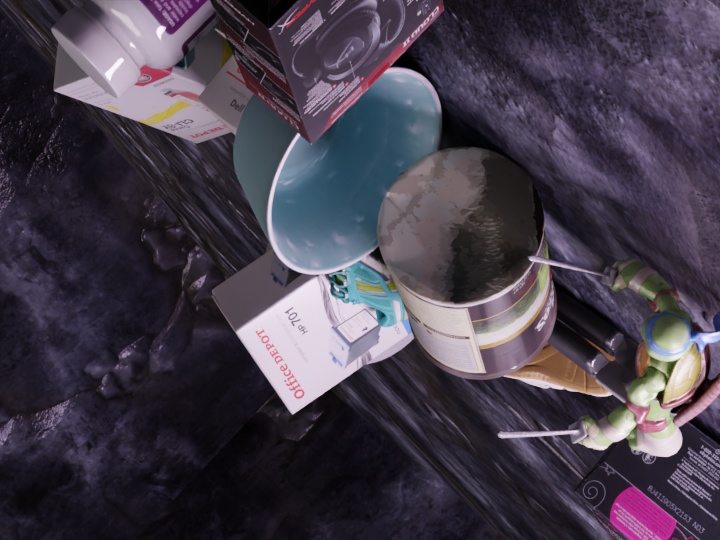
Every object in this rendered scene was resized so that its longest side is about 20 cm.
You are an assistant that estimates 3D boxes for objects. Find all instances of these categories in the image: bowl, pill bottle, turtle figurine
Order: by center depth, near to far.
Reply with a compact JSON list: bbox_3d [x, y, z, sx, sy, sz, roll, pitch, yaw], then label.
[{"bbox_3d":[0.211,0.072,1.235,0.194,0.198,0.145,52,-157,-60],"label":"turtle figurine"},{"bbox_3d":[-0.169,-0.248,1.303,0.112,0.200,0.112,43,171,9],"label":"pill bottle"},{"bbox_3d":[-0.034,-0.109,1.317,0.105,0.201,0.201,38,169,33],"label":"bowl"}]

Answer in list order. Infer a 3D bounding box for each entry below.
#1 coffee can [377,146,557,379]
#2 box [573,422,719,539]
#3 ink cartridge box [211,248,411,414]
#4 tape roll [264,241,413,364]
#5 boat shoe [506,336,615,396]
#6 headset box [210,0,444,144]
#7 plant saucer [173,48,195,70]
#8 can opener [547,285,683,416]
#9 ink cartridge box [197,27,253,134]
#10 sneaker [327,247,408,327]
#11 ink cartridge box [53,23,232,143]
[{"bbox_3d":[0.100,-0.002,1.363,0.146,0.146,0.200,41,170,22],"label":"coffee can"},{"bbox_3d":[0.333,0.244,1.472,0.200,0.132,0.115,38,173,36],"label":"box"},{"bbox_3d":[-0.034,0.033,1.589,0.086,0.199,0.147,50,173,49],"label":"ink cartridge box"},{"bbox_3d":[-0.008,0.003,1.703,0.201,0.200,0.066,49,170,-28],"label":"tape roll"},{"bbox_3d":[0.182,0.087,1.544,0.198,0.072,0.069,21,175,26],"label":"boat shoe"},{"bbox_3d":[-0.020,-0.192,1.054,0.077,0.149,0.200,42,171,17],"label":"headset box"},{"bbox_3d":[-0.183,-0.292,1.401,0.070,0.019,0.202,21,122,47],"label":"plant saucer"},{"bbox_3d":[0.234,0.084,1.453,0.200,0.053,0.067,39,169,41],"label":"can opener"},{"bbox_3d":[-0.077,-0.138,1.449,0.117,0.068,0.200,37,177,39],"label":"ink cartridge box"},{"bbox_3d":[0.000,0.000,1.481,0.200,0.079,0.078,40,-160,-44],"label":"sneaker"},{"bbox_3d":[-0.198,-0.211,1.580,0.144,0.085,0.199,-11,160,42],"label":"ink cartridge box"}]
